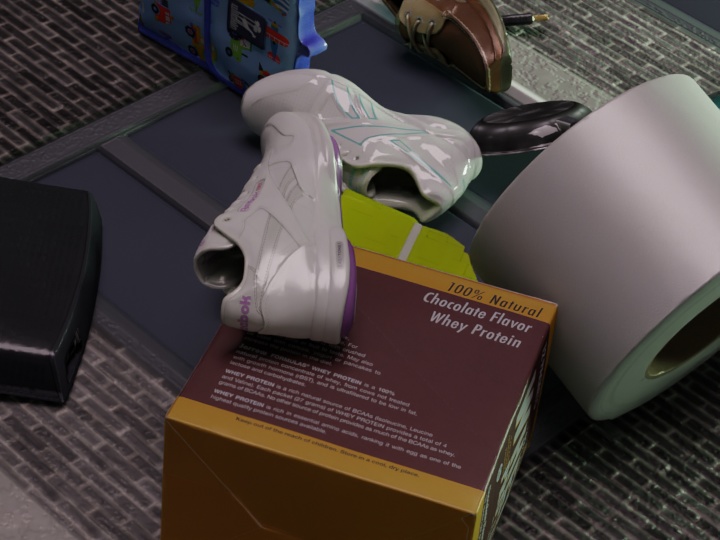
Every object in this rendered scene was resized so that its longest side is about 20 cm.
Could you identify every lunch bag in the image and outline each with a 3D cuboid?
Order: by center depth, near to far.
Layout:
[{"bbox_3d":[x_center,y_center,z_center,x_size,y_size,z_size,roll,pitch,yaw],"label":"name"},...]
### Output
[{"bbox_3d":[-0.091,-0.226,1.611,0.094,0.152,0.200,-24,49,-32],"label":"lunch bag"}]

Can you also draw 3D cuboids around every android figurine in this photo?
[{"bbox_3d":[0.000,0.000,1.423,0.198,0.041,0.182,21,33,2],"label":"android figurine"}]

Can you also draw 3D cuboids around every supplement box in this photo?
[{"bbox_3d":[0.001,0.104,1.247,0.195,0.134,0.201,16,41,11],"label":"supplement box"}]

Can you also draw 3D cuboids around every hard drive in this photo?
[{"bbox_3d":[-0.253,0.004,1.392,0.133,0.043,0.201,9,40,-6],"label":"hard drive"}]

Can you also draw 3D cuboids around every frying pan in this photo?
[{"bbox_3d":[0.143,-0.106,1.537,0.114,0.031,0.190,-13,13,-7],"label":"frying pan"}]

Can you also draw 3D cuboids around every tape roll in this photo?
[{"bbox_3d":[0.192,-0.014,1.331,0.202,0.203,0.139,-26,67,-33],"label":"tape roll"}]

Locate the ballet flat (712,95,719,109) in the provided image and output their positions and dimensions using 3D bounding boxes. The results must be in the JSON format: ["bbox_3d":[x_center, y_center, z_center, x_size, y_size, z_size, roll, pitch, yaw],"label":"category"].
[{"bbox_3d":[0.223,-0.051,1.471,0.071,0.199,0.067,50,22,-9],"label":"ballet flat"}]

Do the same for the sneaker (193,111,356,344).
[{"bbox_3d":[-0.058,-0.036,1.240,0.099,0.075,0.201,-1,40,-8],"label":"sneaker"}]

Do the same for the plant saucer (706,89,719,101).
[{"bbox_3d":[0.335,-0.103,1.529,0.199,0.201,0.039,-2,74,-11],"label":"plant saucer"}]

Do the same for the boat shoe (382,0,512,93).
[{"bbox_3d":[0.066,-0.212,1.688,0.073,0.076,0.200,-17,41,-14],"label":"boat shoe"}]

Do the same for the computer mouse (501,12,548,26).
[{"bbox_3d":[0.165,-0.273,1.787,0.198,0.046,0.141,-2,40,-11],"label":"computer mouse"}]

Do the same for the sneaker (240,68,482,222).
[{"bbox_3d":[-0.008,-0.099,1.537,0.199,0.071,0.080,19,44,13],"label":"sneaker"}]
